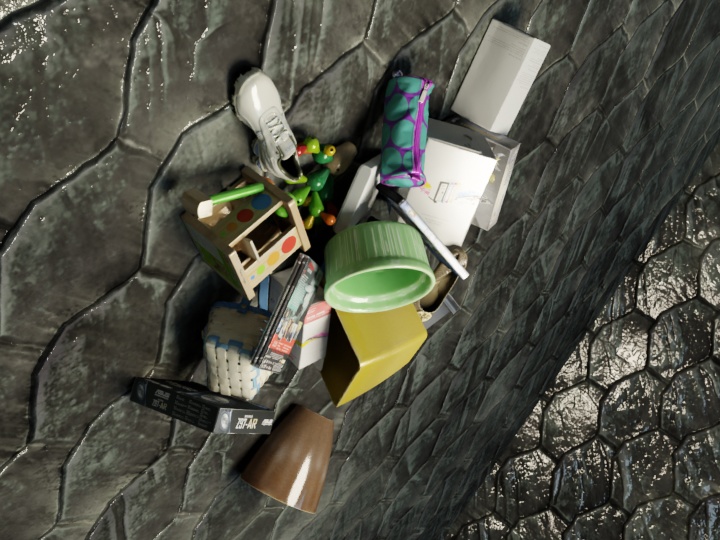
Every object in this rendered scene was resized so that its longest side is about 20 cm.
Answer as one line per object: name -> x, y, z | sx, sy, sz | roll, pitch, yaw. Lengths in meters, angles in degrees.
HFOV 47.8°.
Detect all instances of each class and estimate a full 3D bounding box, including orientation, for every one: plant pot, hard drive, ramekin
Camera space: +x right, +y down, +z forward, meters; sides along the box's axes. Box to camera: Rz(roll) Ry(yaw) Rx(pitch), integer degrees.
plant pot -> -0.144, 0.411, 1.830 | 0.201, 0.186, 0.187 | -65, 151, -10
plant pot -> 0.013, 0.123, 1.612 | 0.176, 0.200, 0.200 | -13, 154, -25
hard drive -> 0.008, -0.147, 1.507 | 0.132, 0.026, 0.200 | -66, 174, 19
ramekin -> 0.028, -0.007, 1.452 | 0.199, 0.098, 0.200 | -8, 156, -3

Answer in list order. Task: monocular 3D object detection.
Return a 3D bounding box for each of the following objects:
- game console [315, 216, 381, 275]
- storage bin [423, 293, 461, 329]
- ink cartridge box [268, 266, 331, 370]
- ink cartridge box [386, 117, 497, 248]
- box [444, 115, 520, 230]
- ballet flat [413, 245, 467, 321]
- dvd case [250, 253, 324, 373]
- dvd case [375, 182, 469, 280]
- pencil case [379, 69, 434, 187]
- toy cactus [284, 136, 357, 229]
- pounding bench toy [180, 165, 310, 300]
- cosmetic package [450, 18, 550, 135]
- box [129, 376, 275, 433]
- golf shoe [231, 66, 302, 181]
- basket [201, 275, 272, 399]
game console -> 0.000, 0.000, 1.589 | 0.200, 0.175, 0.117 | -58, -172, 53
storage bin -> 0.096, 0.046, 1.760 | 0.134, 0.200, 0.146 | -43, 150, 0
ink cartridge box -> -0.122, 0.106, 1.575 | 0.067, 0.116, 0.201 | -23, 138, -33
ink cartridge box -> 0.155, -0.176, 1.597 | 0.144, 0.147, 0.201 | 15, 116, -12
box -> 0.233, -0.204, 1.712 | 0.048, 0.158, 0.201 | -37, 148, -45
ballet flat -> 0.155, 0.037, 1.623 | 0.067, 0.046, 0.200 | 11, 127, -30
dvd case -> -0.121, 0.077, 1.387 | 0.201, 0.022, 0.146 | -65, 169, -5
dvd case -> 0.112, -0.074, 1.487 | 0.018, 0.143, 0.200 | -43, 113, 1
pencil case -> 0.083, -0.249, 1.452 | 0.085, 0.092, 0.201 | 10, 80, -34
toy cactus -> -0.060, -0.169, 1.425 | 0.165, 0.102, 0.200 | -47, 142, -31
pounding bench toy -> -0.182, -0.088, 1.287 | 0.156, 0.124, 0.200 | -42, 148, -19
cosmetic package -> 0.281, -0.389, 1.643 | 0.081, 0.113, 0.200 | -5, 126, -52
box -> -0.274, 0.236, 1.416 | 0.160, 0.199, 0.044 | 20, 84, -58
golf shoe -> -0.131, -0.220, 1.253 | 0.078, 0.097, 0.200 | -41, 146, -17
basket -> -0.206, 0.113, 1.467 | 0.200, 0.139, 0.177 | -63, 163, -49
